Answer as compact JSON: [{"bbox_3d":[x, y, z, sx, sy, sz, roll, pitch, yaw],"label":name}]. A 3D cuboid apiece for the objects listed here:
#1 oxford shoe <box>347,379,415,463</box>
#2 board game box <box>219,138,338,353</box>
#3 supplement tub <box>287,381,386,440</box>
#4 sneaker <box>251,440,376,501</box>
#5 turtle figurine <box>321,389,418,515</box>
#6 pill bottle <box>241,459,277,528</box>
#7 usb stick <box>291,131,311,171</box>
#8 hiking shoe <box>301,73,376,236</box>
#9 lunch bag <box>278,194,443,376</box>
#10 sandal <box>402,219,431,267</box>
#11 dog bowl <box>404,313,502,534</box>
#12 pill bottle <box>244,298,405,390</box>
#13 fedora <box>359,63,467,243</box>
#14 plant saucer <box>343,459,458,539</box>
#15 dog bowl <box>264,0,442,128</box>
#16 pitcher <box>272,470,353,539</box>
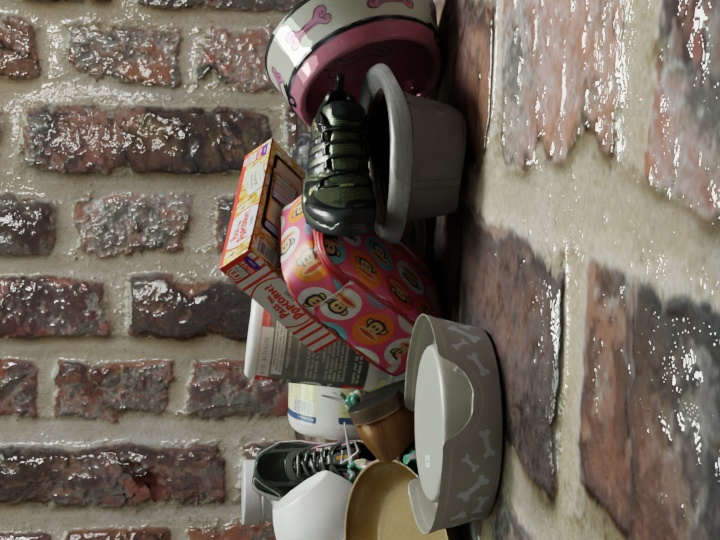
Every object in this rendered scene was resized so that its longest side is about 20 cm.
[{"bbox_3d":[0.039,0.156,1.333,0.072,0.071,0.200,69,-160,-2],"label":"oxford shoe"},{"bbox_3d":[-0.074,-0.030,1.387,0.046,0.151,0.200,-31,31,27],"label":"board game box"},{"bbox_3d":[-0.020,0.106,1.624,0.145,0.144,0.201,-138,50,-80],"label":"supplement tub"},{"bbox_3d":[-0.035,0.238,1.563,0.086,0.199,0.081,126,140,-60],"label":"sneaker"},{"bbox_3d":[0.027,0.192,1.438,0.200,0.100,0.150,-121,16,-53],"label":"turtle figurine"},{"bbox_3d":[-0.057,0.293,1.671,0.112,0.199,0.113,-179,90,-83],"label":"pill bottle"},{"bbox_3d":[-0.012,-0.130,1.450,0.200,0.032,0.056,11,90,51],"label":"usb stick"},{"bbox_3d":[-0.024,-0.115,1.257,0.200,0.075,0.101,-102,11,-52],"label":"hiking shoe"},{"bbox_3d":[0.000,0.000,1.347,0.082,0.200,0.177,-37,33,23],"label":"lunch bag"},{"bbox_3d":[0.052,-0.061,1.438,0.082,0.054,0.201,-101,14,-57],"label":"sandal"},{"bbox_3d":[0.084,0.141,1.168,0.200,0.058,0.201,-179,90,-83],"label":"dog bowl"},{"bbox_3d":[-0.030,0.079,1.462,0.114,0.199,0.115,-173,90,-85],"label":"pill bottle"},{"bbox_3d":[0.057,-0.118,1.280,0.200,0.090,0.178,-117,28,-69],"label":"fedora"},{"bbox_3d":[0.049,0.292,1.296,0.200,0.035,0.201,5,96,58],"label":"plant saucer"},{"bbox_3d":[0.001,-0.225,1.373,0.200,0.199,0.074,104,149,-59],"label":"dog bowl"},{"bbox_3d":[-0.006,0.335,1.467,0.200,0.121,0.171,55,154,-2],"label":"pitcher"}]
